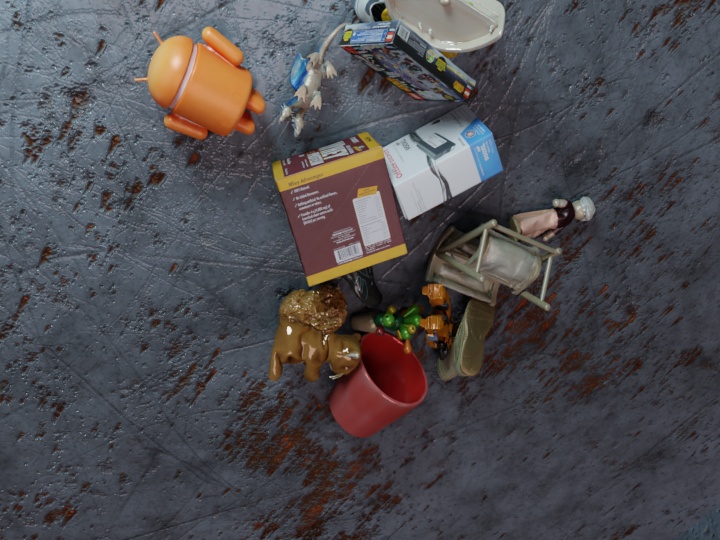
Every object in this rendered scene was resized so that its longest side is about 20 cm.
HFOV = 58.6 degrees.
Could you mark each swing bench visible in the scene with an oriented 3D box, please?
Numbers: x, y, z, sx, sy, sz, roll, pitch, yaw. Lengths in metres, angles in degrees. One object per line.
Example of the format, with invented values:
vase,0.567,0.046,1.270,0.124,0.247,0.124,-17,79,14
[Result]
swing bench,0.275,-0.009,1.348,0.195,0.199,0.133,19,81,-27

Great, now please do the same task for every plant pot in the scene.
plant pot,0.030,0.272,1.465,0.197,0.203,0.178,20,126,-28

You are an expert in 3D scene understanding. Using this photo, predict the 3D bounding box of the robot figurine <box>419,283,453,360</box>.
robot figurine,0.169,0.110,1.405,0.056,0.149,0.201,2,158,13

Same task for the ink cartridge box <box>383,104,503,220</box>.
ink cartridge box,0.140,-0.201,1.180,0.196,0.146,0.085,-27,127,3

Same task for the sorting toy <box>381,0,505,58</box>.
sorting toy,0.125,-0.449,0.990,0.196,0.185,0.106,23,155,-19

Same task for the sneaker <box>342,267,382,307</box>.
sneaker,0.000,0.000,1.326,0.078,0.076,0.201,-35,127,7

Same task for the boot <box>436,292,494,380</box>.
boot,0.242,0.154,1.499,0.071,0.205,0.155,18,160,-11

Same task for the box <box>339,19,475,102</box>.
box,0.078,-0.337,1.048,0.197,0.136,0.041,21,90,-41

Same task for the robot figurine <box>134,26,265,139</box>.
robot figurine,-0.249,-0.293,1.018,0.196,0.120,0.143,22,151,-29

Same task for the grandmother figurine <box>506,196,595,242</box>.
grandmother figurine,0.417,-0.115,1.386,0.195,0.062,0.122,-16,155,-9

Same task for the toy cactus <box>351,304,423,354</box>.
toy cactus,0.061,0.122,1.407,0.160,0.199,0.106,-2,93,21

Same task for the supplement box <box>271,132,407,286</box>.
supplement box,-0.040,-0.115,1.168,0.192,0.133,0.205,-18,113,-4

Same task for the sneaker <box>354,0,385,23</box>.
sneaker,0.075,-0.391,1.073,0.196,0.071,0.074,22,117,-28

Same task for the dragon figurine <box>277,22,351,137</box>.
dragon figurine,-0.084,-0.326,1.078,0.058,0.099,0.205,17,99,-25

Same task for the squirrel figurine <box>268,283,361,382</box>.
squirrel figurine,-0.082,0.134,1.338,0.181,0.142,0.206,10,106,1
